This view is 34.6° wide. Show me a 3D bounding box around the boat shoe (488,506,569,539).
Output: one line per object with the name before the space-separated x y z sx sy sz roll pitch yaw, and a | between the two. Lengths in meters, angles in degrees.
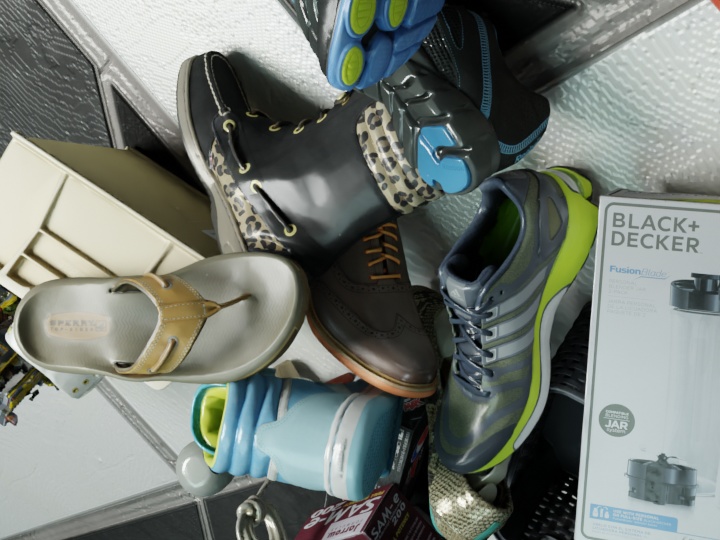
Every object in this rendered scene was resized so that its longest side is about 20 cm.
boat shoe | 0.147 0.243 0.954 0.200 0.071 0.064 48 140 -13

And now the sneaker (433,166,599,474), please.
sneaker | 0.077 0.028 0.710 0.074 0.081 0.201 20 97 47

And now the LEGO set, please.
LEGO set | -0.293 0.042 1.021 0.116 0.200 0.154 37 137 0

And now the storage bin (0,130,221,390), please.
storage bin | -0.155 -0.008 0.847 0.198 0.200 0.094 33 98 9

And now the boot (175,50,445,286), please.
boot | -0.036 -0.088 0.762 0.150 0.201 0.073 -30 150 21

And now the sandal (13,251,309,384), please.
sandal | -0.129 0.030 0.709 0.199 0.081 0.054 -3 172 13

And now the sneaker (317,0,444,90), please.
sneaker | -0.001 -0.196 0.610 0.082 0.071 0.201 10 104 47

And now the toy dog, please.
toy dog | -0.063 0.127 0.941 0.096 0.200 0.132 -37 104 22

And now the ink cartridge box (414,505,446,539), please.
ink cartridge box | 0.076 0.335 1.091 0.200 0.084 0.145 42 141 -1

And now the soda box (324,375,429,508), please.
soda box | 0.017 0.151 0.967 0.063 0.071 0.200 25 141 12

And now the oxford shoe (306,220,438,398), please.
oxford shoe | 0.000 0.000 0.777 0.200 0.071 0.073 56 133 37

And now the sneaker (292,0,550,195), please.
sneaker | 0.029 -0.136 0.683 0.200 0.082 0.073 56 152 12

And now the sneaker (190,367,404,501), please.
sneaker | -0.040 0.097 0.779 0.130 0.080 0.200 9 178 9

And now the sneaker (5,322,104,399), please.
sneaker | -0.200 0.065 0.989 0.199 0.116 0.074 29 -171 -28

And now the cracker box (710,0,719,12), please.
cracker box | 0.256 -0.146 0.489 0.134 0.058 0.200 46 142 -7

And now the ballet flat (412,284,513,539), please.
ballet flat | 0.075 0.085 0.790 0.068 0.201 0.075 16 142 -31

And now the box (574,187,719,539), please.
box | 0.187 0.058 0.652 0.116 0.060 0.201 7 99 21

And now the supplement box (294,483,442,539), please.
supplement box | 0.043 0.277 0.958 0.109 0.061 0.200 -29 107 43

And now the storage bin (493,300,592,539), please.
storage bin | 0.181 0.134 0.799 0.135 0.094 0.201 26 141 17
